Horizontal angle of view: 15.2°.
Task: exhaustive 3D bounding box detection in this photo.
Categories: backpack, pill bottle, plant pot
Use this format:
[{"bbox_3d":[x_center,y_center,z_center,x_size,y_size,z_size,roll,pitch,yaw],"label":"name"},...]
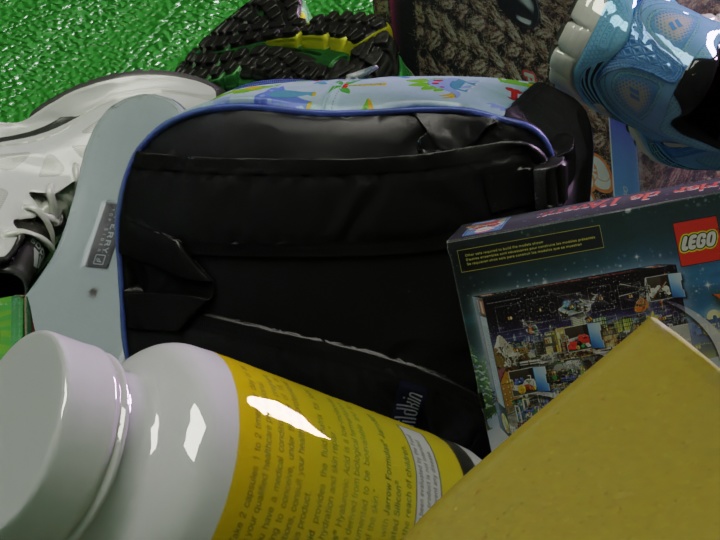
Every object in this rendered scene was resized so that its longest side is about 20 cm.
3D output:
[{"bbox_3d":[0.000,0.000,1.204,0.199,0.184,0.147,4,14,12],"label":"backpack"},{"bbox_3d":[-0.051,0.093,1.053,0.199,0.112,0.111,22,23,-30],"label":"pill bottle"},{"bbox_3d":[0.093,0.177,0.935,0.200,0.195,0.196,-31,41,-11],"label":"plant pot"}]

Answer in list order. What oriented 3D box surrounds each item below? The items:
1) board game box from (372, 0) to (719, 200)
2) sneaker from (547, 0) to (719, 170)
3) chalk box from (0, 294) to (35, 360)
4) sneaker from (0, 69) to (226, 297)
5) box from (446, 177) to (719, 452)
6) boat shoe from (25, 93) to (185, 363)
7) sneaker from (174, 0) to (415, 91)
[{"bbox_3d":[0.104,-0.122,1.366,0.097,0.160,0.200,-30,41,-28],"label":"board game box"},{"bbox_3d":[0.165,-0.073,1.228,0.090,0.079,0.200,33,12,33],"label":"sneaker"},{"bbox_3d":[-0.184,0.098,1.138,0.199,0.124,0.125,-9,36,-2],"label":"chalk box"},{"bbox_3d":[-0.151,-0.029,1.375,0.200,0.076,0.116,-12,49,-6],"label":"sneaker"},{"bbox_3d":[0.146,0.033,1.080,0.199,0.137,0.038,-10,9,14],"label":"box"},{"bbox_3d":[-0.112,0.022,1.288,0.071,0.091,0.201,11,66,24],"label":"boat shoe"},{"bbox_3d":[-0.031,-0.091,1.429,0.078,0.085,0.200,-42,30,-13],"label":"sneaker"}]
